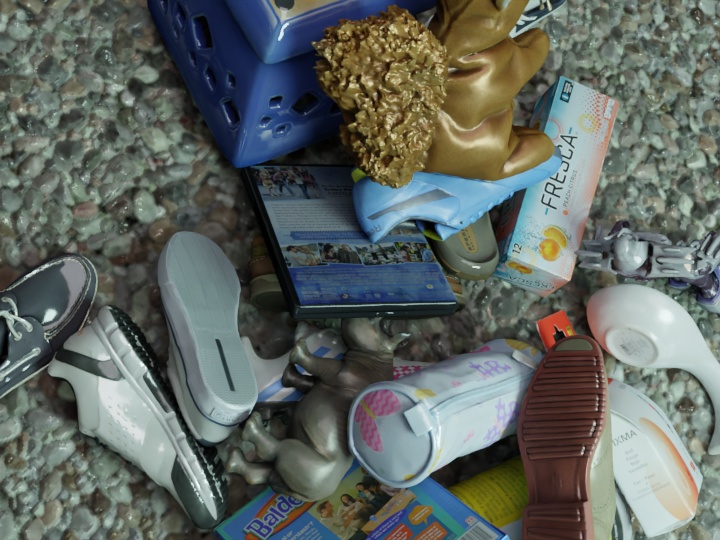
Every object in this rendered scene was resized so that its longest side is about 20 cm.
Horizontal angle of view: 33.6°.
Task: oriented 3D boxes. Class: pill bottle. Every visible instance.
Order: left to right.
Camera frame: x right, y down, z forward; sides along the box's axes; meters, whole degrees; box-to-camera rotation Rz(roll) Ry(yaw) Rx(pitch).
[{"bbox_3d":[0.116,0.226,1.000,0.200,0.114,0.114,-20,80,-20],"label":"pill bottle"}]

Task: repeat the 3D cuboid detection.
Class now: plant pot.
[{"bbox_3d":[-0.056,-0.239,1.041,0.200,0.180,0.200,-23,74,-22],"label":"plant pot"}]

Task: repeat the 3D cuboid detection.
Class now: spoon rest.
[{"bbox_3d":[0.291,0.084,1.113,0.200,0.099,0.061,48,51,-15],"label":"spoon rest"}]

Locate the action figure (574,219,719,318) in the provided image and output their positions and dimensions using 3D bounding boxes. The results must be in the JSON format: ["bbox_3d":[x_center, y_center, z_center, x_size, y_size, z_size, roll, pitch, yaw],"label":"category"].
[{"bbox_3d":[0.281,-0.011,1.092,0.200,0.130,0.069,17,93,-48],"label":"action figure"}]

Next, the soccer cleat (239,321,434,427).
[{"bbox_3d":[-0.014,0.082,1.029,0.200,0.070,0.086,-4,76,-17],"label":"soccer cleat"}]

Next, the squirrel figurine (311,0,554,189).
[{"bbox_3d":[0.065,-0.166,0.939,0.200,0.187,0.142,-24,58,-27],"label":"squirrel figurine"}]

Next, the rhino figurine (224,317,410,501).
[{"bbox_3d":[-0.022,0.096,0.960,0.087,0.060,0.200,30,66,5],"label":"rhino figurine"}]

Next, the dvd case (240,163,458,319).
[{"bbox_3d":[-0.014,-0.030,1.025,0.143,0.018,0.200,-1,40,-20],"label":"dvd case"}]

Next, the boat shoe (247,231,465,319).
[{"bbox_3d":[0.000,0.000,1.056,0.200,0.072,0.068,7,66,-20],"label":"boat shoe"}]

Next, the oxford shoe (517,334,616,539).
[{"bbox_3d":[0.169,0.153,0.948,0.075,0.070,0.200,33,62,-51],"label":"oxford shoe"}]

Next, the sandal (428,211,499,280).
[{"bbox_3d":[0.078,-0.084,1.100,0.082,0.055,0.200,-7,61,-23],"label":"sandal"}]

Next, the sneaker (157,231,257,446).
[{"bbox_3d":[-0.139,0.055,0.994,0.073,0.071,0.200,13,42,-30],"label":"sneaker"}]

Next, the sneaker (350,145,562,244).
[{"bbox_3d":[0.089,-0.065,1.039,0.200,0.066,0.079,-10,79,-20],"label":"sneaker"}]

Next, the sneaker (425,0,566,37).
[{"bbox_3d":[0.134,-0.255,1.139,0.199,0.130,0.080,-34,85,-22],"label":"sneaker"}]

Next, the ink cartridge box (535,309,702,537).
[{"bbox_3d":[0.231,0.119,1.046,0.050,0.162,0.200,-27,83,17],"label":"ink cartridge box"}]

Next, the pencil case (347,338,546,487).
[{"bbox_3d":[0.078,0.110,0.956,0.200,0.091,0.083,-12,88,-50],"label":"pencil case"}]

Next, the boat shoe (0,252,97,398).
[{"bbox_3d":[-0.286,0.057,0.962,0.073,0.063,0.200,43,68,0],"label":"boat shoe"}]

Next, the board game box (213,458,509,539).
[{"bbox_3d":[0.000,0.215,0.921,0.152,0.200,0.045,-36,127,-18],"label":"board game box"}]

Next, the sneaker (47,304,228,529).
[{"bbox_3d":[-0.180,0.130,0.978,0.080,0.074,0.200,-33,85,1],"label":"sneaker"}]

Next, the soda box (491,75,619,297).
[{"bbox_3d":[0.183,-0.080,1.137,0.068,0.064,0.200,23,69,-8],"label":"soda box"}]
